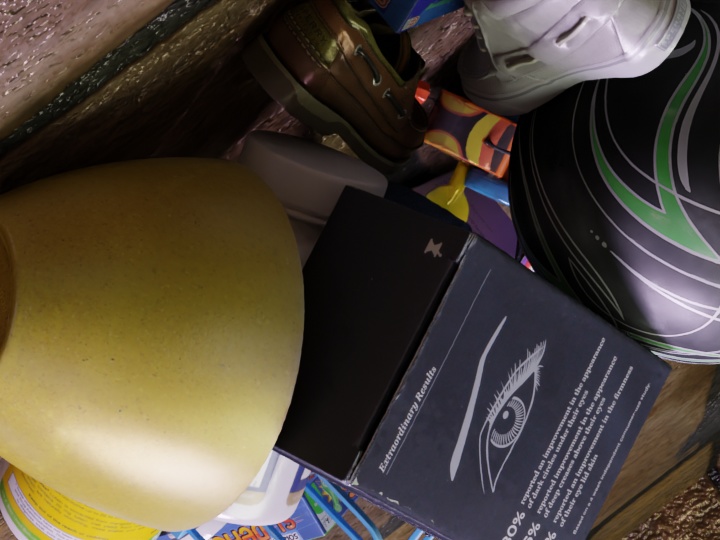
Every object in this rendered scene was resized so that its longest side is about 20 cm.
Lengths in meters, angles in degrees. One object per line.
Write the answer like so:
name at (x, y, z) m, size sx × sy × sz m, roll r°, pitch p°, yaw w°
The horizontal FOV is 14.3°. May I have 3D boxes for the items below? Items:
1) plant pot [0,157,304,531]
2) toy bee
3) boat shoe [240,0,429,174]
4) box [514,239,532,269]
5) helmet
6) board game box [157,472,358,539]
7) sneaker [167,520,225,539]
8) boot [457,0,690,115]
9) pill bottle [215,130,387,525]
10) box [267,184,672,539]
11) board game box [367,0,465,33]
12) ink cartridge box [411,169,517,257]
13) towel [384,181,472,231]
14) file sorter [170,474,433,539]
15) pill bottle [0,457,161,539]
plant pot at (-0.145, 0.028, 1.492) m, size 0.142 × 0.200 × 0.200 m, roll 12°, pitch 132°, yaw -36°
toy bee at (0.076, -0.091, 1.801) m, size 0.131 × 0.109 × 0.200 m, roll -66°, pitch -174°, yaw -19°
boat shoe at (0.006, -0.107, 1.611) m, size 0.068 × 0.072 × 0.200 m, roll -41°, pitch 164°, yaw 11°
box at (0.150, -0.083, 1.842) m, size 0.137 × 0.039 × 0.200 m, roll -59°, pitch -172°, yaw 24°
helmet at (0.182, -0.045, 1.618) m, size 0.200 × 0.200 × 0.191 m, roll 52°, pitch 47°, yaw -74°
board game box at (-0.073, 0.155, 2.003) m, size 0.200 × 0.034 × 0.135 m, roll -19°, pitch -162°, yaw 39°
sneaker at (-0.104, 0.111, 1.968) m, size 0.078 × 0.079 × 0.200 m, roll -39°, pitch -170°, yaw 22°
boot at (0.086, -0.142, 1.547) m, size 0.200 × 0.096 × 0.074 m, roll -14°, pitch -130°, yaw 60°
pill bottle at (-0.056, 0.029, 1.586) m, size 0.111 × 0.111 × 0.200 m, roll -4°, pitch 117°, yaw -63°
box at (0.050, 0.066, 1.541) m, size 0.200 × 0.104 × 0.148 m, roll 34°, pitch 82°, yaw -45°
board game box at (0.104, -0.218, 1.573) m, size 0.200 × 0.045 × 0.152 m, roll -26°, pitch 160°, yaw -40°
ink cartridge box at (0.000, 0.026, 1.933) m, size 0.200 × 0.084 × 0.145 m, roll -24°, pitch 159°, yaw -43°
towel at (0.000, 0.000, 1.679) m, size 0.048 × 0.200 × 0.112 m, roll 20°, pitch 94°, yaw -27°
file sorter at (0.007, 0.117, 1.774) m, size 0.200 × 0.123 × 0.139 m, roll -35°, pitch 166°, yaw -44°
pill bottle at (-0.142, 0.089, 1.741) m, size 0.111 × 0.111 × 0.200 m, roll -26°, pitch 159°, yaw -38°
